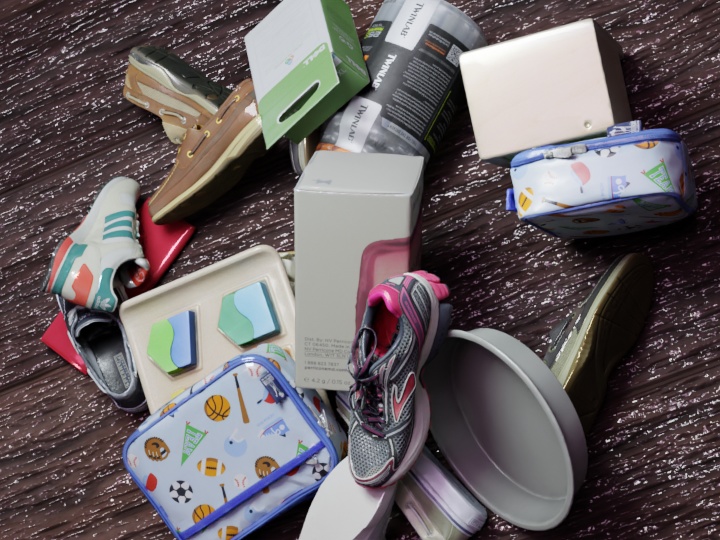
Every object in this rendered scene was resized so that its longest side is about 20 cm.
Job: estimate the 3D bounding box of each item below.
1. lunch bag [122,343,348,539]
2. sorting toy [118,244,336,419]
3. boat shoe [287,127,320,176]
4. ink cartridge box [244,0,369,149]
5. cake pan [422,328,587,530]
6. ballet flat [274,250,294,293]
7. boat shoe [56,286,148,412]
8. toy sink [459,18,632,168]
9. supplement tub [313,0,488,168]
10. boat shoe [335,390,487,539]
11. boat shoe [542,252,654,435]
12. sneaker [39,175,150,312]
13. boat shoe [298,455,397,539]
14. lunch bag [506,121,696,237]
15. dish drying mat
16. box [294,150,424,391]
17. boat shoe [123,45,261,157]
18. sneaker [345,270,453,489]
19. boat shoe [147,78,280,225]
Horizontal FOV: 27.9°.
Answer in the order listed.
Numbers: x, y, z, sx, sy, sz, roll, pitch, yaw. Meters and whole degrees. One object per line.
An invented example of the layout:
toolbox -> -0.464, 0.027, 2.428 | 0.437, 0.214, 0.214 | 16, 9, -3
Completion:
lunch bag -> -0.115, 0.175, 1.403 | 0.200, 0.076, 0.160 | -34, 92, 15
sorting toy -> -0.139, 0.096, 1.464 | 0.185, 0.036, 0.200 | -22, 82, 14
boat shoe -> -0.059, -0.186, 1.577 | 0.065, 0.072, 0.200 | -14, 67, 33
ink cartridge box -> -0.052, -0.199, 1.463 | 0.104, 0.059, 0.200 | -39, 38, 21
cake pan -> 0.129, 0.136, 1.297 | 0.037, 0.200, 0.200 | -28, 54, -29
ballet flat -> -0.051, 0.001, 1.492 | 0.200, 0.063, 0.069 | -6, 64, 21
boat shoe -> -0.280, 0.059, 1.543 | 0.072, 0.068, 0.200 | -29, 67, 4
toy sink -> 0.190, -0.160, 1.409 | 0.130, 0.200, 0.112 | -13, 87, 17
supplement tub -> 0.037, -0.177, 1.498 | 0.123, 0.123, 0.200 | 22, 77, 29
boat shoe -> 0.034, 0.184, 1.374 | 0.062, 0.072, 0.200 | -46, 60, 3
boat shoe -> 0.205, 0.069, 1.350 | 0.066, 0.072, 0.201 | 12, 70, 48
sneaker -> -0.263, -0.023, 1.558 | 0.093, 0.070, 0.200 | 27, 37, -2
boat shoe -> -0.010, 0.257, 1.346 | 0.072, 0.069, 0.200 | 23, 91, 41
lunch bag -> 0.219, -0.077, 1.324 | 0.160, 0.200, 0.076 | -8, 81, 18
dish drying mat -> -0.267, 0.016, 1.603 | 0.077, 0.018, 0.200 | 33, 82, 28
box -> 0.000, 0.000, 1.368 | 0.109, 0.128, 0.200 | 4, 112, 7
boat shoe -> -0.186, -0.178, 1.629 | 0.200, 0.076, 0.074 | 36, 113, 22
sneaker -> 0.017, 0.097, 1.275 | 0.081, 0.075, 0.200 | 19, 106, 35
boat shoe -> -0.159, -0.125, 1.551 | 0.200, 0.072, 0.068 | -41, 77, 24
